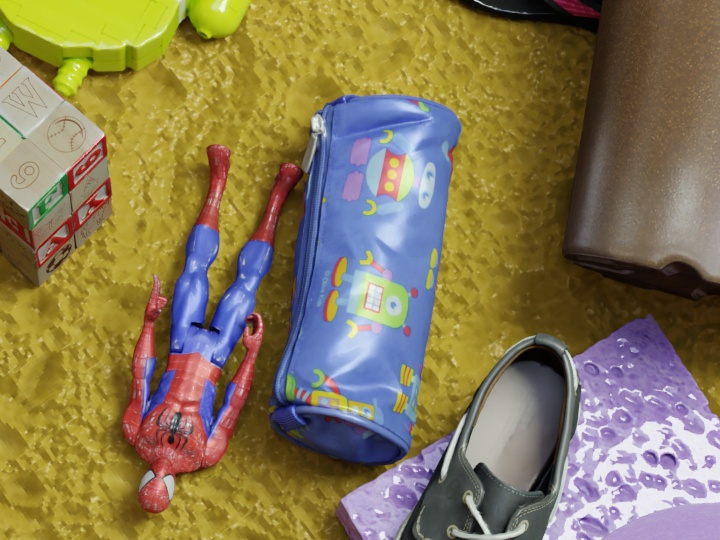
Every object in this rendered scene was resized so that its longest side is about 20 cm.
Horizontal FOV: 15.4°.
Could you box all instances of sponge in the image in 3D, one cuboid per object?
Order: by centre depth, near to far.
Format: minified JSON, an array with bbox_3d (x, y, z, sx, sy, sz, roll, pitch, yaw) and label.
[{"bbox_3d":[0.098,0.119,1.393,0.199,0.030,0.112,-30,76,-13],"label":"sponge"}]

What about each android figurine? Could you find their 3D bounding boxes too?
[{"bbox_3d":[-0.140,-0.190,1.471,0.181,0.041,0.201,24,71,3],"label":"android figurine"}]

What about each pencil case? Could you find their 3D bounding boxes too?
[{"bbox_3d":[0.000,0.000,1.398,0.087,0.078,0.201,17,69,-24],"label":"pencil case"}]

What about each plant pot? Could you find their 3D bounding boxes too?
[{"bbox_3d":[0.198,-0.084,1.381,0.199,0.200,0.199,15,88,1],"label":"plant pot"}]

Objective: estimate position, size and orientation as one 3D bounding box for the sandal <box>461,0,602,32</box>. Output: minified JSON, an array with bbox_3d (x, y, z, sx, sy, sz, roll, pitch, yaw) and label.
[{"bbox_3d":[0.129,-0.167,1.481,0.199,0.045,0.075,19,73,2],"label":"sandal"}]

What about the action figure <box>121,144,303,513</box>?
[{"bbox_3d":[-0.083,0.032,1.401,0.065,0.052,0.201,16,74,-3],"label":"action figure"}]

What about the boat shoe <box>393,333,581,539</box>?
[{"bbox_3d":[0.060,0.125,1.335,0.072,0.068,0.201,23,69,2],"label":"boat shoe"}]

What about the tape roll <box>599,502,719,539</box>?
[{"bbox_3d":[0.177,0.218,1.298,0.199,0.066,0.201,-8,72,28],"label":"tape roll"}]

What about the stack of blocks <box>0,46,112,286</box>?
[{"bbox_3d":[-0.223,-0.093,1.394,0.200,0.115,0.059,41,73,10],"label":"stack of blocks"}]
